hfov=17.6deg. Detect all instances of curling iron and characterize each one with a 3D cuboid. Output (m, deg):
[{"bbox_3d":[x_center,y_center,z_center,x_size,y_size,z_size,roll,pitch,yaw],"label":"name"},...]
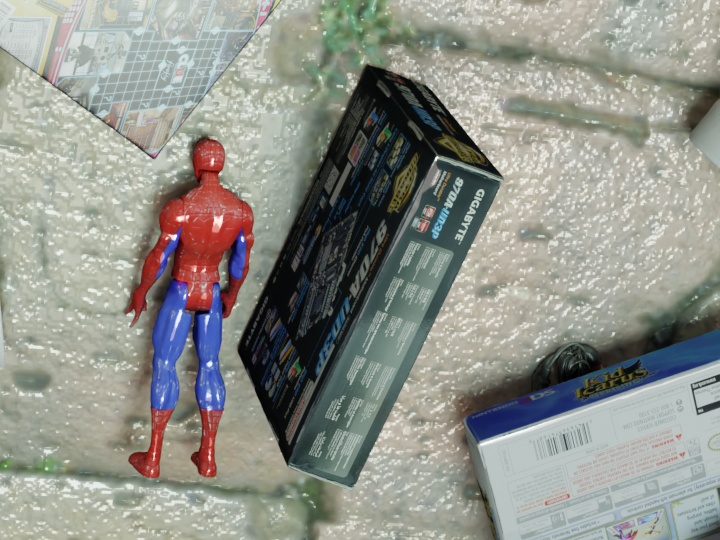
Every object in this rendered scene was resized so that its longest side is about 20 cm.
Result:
[{"bbox_3d":[0.159,0.136,1.485,0.049,0.026,0.201,-22,106,1],"label":"curling iron"}]

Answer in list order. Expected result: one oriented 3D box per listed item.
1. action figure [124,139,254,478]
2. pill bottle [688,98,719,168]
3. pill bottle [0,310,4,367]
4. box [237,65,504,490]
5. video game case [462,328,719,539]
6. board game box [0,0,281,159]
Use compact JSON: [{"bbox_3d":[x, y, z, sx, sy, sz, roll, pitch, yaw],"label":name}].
[{"bbox_3d":[-0.101,0.021,1.378,0.065,0.052,0.202,4,106,-21],"label":"action figure"},{"bbox_3d":[0.292,-0.126,1.376,0.109,0.110,0.200,36,100,-24],"label":"pill bottle"},{"bbox_3d":[-0.302,0.030,1.302,0.198,0.104,0.105,-6,113,-11],"label":"pill bottle"},{"bbox_3d":[0.000,0.000,1.332,0.046,0.159,0.201,19,106,-21],"label":"box"},{"bbox_3d":[0.179,0.145,1.443,0.199,0.045,0.182,-18,113,-6],"label":"video game case"},{"bbox_3d":[-0.107,-0.180,1.300,0.135,0.035,0.200,36,100,-24],"label":"board game box"}]
